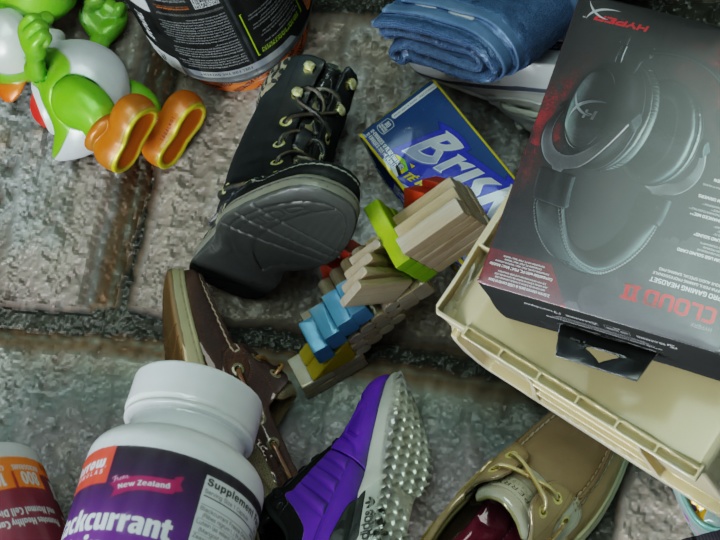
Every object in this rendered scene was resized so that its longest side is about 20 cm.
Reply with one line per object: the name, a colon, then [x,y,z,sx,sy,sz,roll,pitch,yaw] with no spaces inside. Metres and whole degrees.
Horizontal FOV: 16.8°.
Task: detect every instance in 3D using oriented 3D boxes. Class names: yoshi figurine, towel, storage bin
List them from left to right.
yoshi figurine: [-0.197,-0.158,1.669,0.200,0.113,0.112,38,65,24]
towel: [0.110,-0.191,1.587,0.111,0.049,0.200,18,43,39]
storage bin: [0.180,0.004,1.441,0.198,0.094,0.201,31,85,24]

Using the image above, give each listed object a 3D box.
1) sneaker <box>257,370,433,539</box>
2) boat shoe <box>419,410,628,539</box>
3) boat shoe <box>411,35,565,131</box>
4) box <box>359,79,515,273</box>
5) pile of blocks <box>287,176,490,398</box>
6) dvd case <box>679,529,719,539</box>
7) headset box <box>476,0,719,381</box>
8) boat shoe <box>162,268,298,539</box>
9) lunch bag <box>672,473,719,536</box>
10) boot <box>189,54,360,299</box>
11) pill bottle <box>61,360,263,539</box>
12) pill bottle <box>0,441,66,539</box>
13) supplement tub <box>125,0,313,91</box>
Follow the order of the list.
sneaker: [-0.018,0.137,1.496,0.099,0.070,0.201,-10,35,19]
boat shoe: [0.096,0.151,1.501,0.074,0.066,0.200,35,79,21]
boat shoe: [0.120,-0.123,1.601,0.199,0.066,0.072,8,36,30]
box: [0.084,-0.024,1.571,0.064,0.070,0.200,-37,66,-3]
pile of blocks: [0.000,0.000,1.535,0.200,0.082,0.062,-47,61,35]
dvd case: [0.256,0.209,1.392,0.199,0.016,0.149,-13,62,-12]
headset box: [0.165,-0.037,1.366,0.148,0.077,0.201,17,78,22]
boat shoe: [-0.076,0.087,1.567,0.071,0.072,0.201,-12,64,-17]
lunch bag: [0.273,0.072,1.492,0.199,0.077,0.161,-21,65,3]
boot: [-0.040,-0.076,1.560,0.073,0.203,0.155,25,67,-15]
pill bottle: [-0.120,0.160,1.440,0.111,0.112,0.201,7,60,14]
pill bottle: [-0.218,0.218,1.510,0.114,0.114,0.201,-26,66,0]
supplement tub: [-0.100,-0.204,1.610,0.122,0.200,0.123,-4,67,10]
